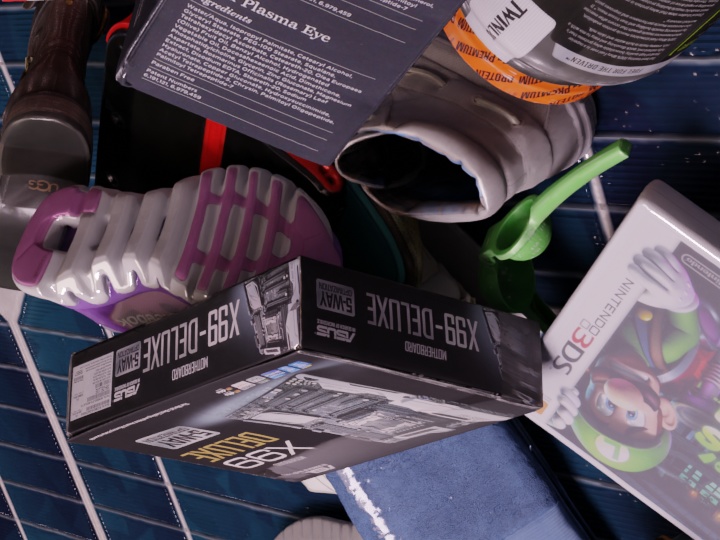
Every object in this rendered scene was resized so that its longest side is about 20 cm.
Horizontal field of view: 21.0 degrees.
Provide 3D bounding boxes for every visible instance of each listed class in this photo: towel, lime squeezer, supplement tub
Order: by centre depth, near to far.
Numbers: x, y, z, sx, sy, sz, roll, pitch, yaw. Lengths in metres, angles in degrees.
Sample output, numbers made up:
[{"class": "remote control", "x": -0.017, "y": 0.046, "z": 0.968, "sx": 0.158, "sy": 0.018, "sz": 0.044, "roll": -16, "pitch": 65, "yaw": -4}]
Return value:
[{"class": "supplement tub", "x": 0.115, "y": -0.155, "z": 0.786, "sx": 0.123, "sy": 0.122, "sz": 0.200, "roll": 52, "pitch": 144, "yaw": 4}, {"class": "lime squeezer", "x": 0.091, "y": -0.003, "z": 0.968, "sx": 0.071, "sy": 0.038, "sz": 0.200, "roll": 29, "pitch": 149, "yaw": 22}, {"class": "towel", "x": 0.071, "y": 0.157, "z": 1.108, "sx": 0.200, "sy": 0.111, "sz": 0.049, "roll": 56, "pitch": -173, "yaw": -6}]

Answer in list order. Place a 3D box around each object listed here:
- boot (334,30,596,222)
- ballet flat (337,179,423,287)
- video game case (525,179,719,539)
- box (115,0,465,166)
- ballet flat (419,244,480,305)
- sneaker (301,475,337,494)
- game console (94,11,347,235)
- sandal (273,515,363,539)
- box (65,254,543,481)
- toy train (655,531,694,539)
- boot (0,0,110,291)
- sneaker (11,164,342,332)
[{"class": "boot", "x": 0.015, "y": -0.082, "z": 0.982, "sx": 0.200, "sy": 0.095, "sz": 0.074, "roll": 18, "pitch": 131, "yaw": 40}, {"class": "ballet flat", "x": -0.019, "y": -0.058, "z": 1.062, "sx": 0.200, "sy": 0.071, "sz": 0.071, "roll": 35, "pitch": 141, "yaw": 36}, {"class": "video game case", "x": 0.183, "y": 0.070, "z": 0.942, "sx": 0.200, "sy": 0.023, "sz": 0.182, "roll": 36, "pitch": 142, "yaw": 6}, {"class": "box", "x": -0.004, "y": -0.180, "z": 0.793, "sx": 0.104, "sy": 0.201, "sz": 0.182, "roll": 21, "pitch": 146, "yaw": -15}, {"class": "ballet flat", "x": 0.000, "y": 0.000, "z": 1.089, "sx": 0.200, "sy": 0.076, "sz": 0.064, "roll": 27, "pitch": 125, "yaw": 29}, {"class": "sneaker", "x": -0.037, "y": 0.087, "z": 1.198, "sx": 0.200, "sy": 0.078, "sz": 0.100, "roll": 42, "pitch": 146, "yaw": 19}, {"class": "game console", "x": -0.082, "y": -0.035, "z": 1.088, "sx": 0.177, "sy": 0.031, "sz": 0.200, "roll": 40, "pitch": 144, "yaw": 21}, {"class": "sandal", "x": 0.003, "y": 0.201, "z": 1.259, "sx": 0.050, "sy": 0.083, "sz": 0.202, "roll": 22, "pitch": 157, "yaw": -31}, {"class": "box", "x": -0.031, "y": 0.056, "z": 0.991, "sx": 0.200, "sy": 0.157, "sz": 0.050, "roll": -22, "pitch": 61, "yaw": 45}, {"class": "toy train", "x": 0.192, "y": 0.221, "z": 0.996, "sx": 0.200, "sy": 0.114, "sz": 0.085, "roll": 44, "pitch": 134, "yaw": 23}, {"class": "boot", "x": -0.183, "y": -0.100, "z": 1.161, "sx": 0.069, "sy": 0.175, "sz": 0.200, "roll": 13, "pitch": 141, "yaw": -14}, {"class": "sneaker", "x": -0.086, "y": 0.000, "z": 1.035, "sx": 0.200, "sy": 0.081, "sz": 0.088, "roll": 0, "pitch": 148, "yaw": 35}]
